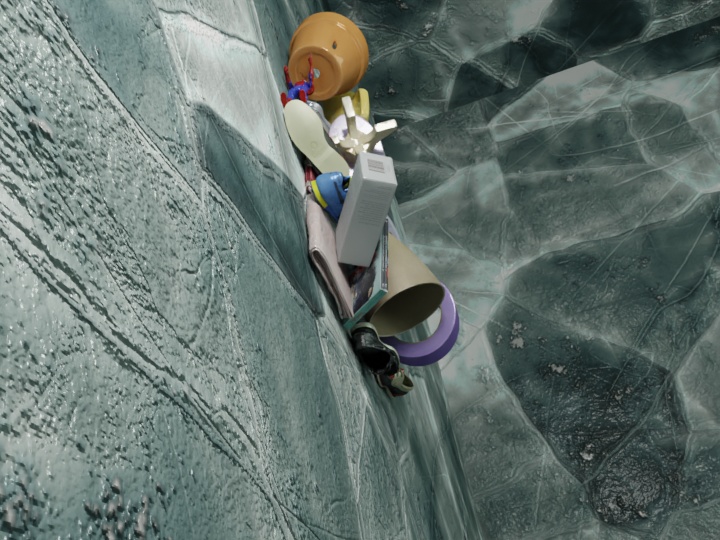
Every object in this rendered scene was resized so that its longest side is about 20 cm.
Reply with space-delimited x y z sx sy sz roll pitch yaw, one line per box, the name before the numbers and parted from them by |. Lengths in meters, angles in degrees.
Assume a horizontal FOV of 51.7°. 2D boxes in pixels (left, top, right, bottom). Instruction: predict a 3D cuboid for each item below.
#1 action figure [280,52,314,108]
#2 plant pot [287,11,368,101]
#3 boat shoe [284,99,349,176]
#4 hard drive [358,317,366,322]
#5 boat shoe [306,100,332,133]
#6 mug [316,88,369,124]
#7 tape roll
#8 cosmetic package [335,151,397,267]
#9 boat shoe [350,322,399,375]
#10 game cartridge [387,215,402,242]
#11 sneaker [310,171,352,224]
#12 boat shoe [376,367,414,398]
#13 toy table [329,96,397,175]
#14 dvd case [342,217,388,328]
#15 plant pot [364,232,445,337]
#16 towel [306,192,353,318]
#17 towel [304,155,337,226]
action figure | -0.140 -0.426 1.658 0.200 0.064 0.100 -83 166 -71
plant pot | -0.090 -0.500 1.793 0.141 0.198 0.202 -69 144 -51
boat shoe | -0.096 -0.268 1.580 0.202 0.073 0.063 53 -3 -9
hard drive | -0.005 0.075 1.702 0.133 0.025 0.202 -94 165 -58
boat shoe | -0.105 -0.324 1.748 0.200 0.070 0.071 57 44 -75
mug | -0.048 -0.369 1.927 0.187 0.147 0.155 84 3 -61
tape roll | 0.129 0.116 1.736 0.085 0.198 0.202 56 18 -64
cosmetic package | 0.008 -0.118 1.464 0.102 0.070 0.202 -96 -160 -51
boat shoe | 0.035 0.187 1.581 0.200 0.074 0.067 63 15 -49
game cartridge | 0.048 -0.041 1.924 0.041 0.131 0.203 -23 96 -82
sneaker | -0.037 -0.151 1.552 0.067 0.078 0.200 67 9 20
boat shoe | 0.076 0.249 1.772 0.200 0.062 0.072 59 18 -55
toy table | -0.007 -0.282 1.683 0.202 0.182 0.117 61 -8 12
dvd case | 0.011 0.002 1.529 0.022 0.146 0.202 24 45 -22
plant pot | 0.060 0.010 1.650 0.201 0.186 0.188 61 2 30
towel | -0.064 -0.029 1.487 0.201 0.032 0.192 -100 169 -54
towel | -0.083 -0.198 1.658 0.144 0.023 0.202 50 23 -41
